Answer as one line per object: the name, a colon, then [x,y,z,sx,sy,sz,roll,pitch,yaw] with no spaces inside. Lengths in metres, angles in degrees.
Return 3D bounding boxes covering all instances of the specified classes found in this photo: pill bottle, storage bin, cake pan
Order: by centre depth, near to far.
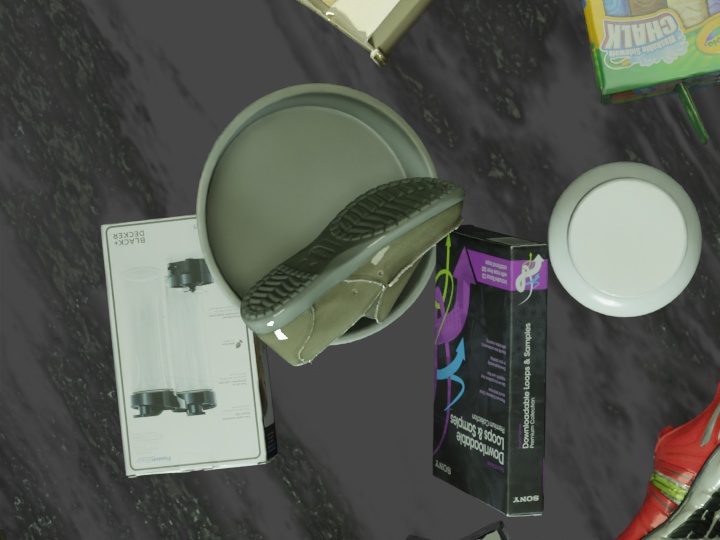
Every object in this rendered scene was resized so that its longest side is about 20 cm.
pill bottle: [0.193,-0.023,1.510,0.112,0.200,0.113,0,91,5]
storage bin: [0.040,-0.259,1.527,0.094,0.199,0.200,41,94,0]
cake pan: [-0.034,-0.043,1.581,0.199,0.037,0.201,1,88,-19]

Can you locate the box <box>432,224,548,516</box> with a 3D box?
box: [0.096,0.072,1.541,0.036,0.143,0.201,-4,98,-20]

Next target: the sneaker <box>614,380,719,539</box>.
sneaker: [0.250,0.164,1.579,0.200,0.077,0.085,-50,48,16]

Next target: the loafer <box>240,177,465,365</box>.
loafer: [0.000,0.000,1.542,0.200,0.075,0.070,-35,121,-16]

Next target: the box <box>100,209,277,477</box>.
box: [-0.135,0.057,1.616,0.116,0.060,0.201,-7,89,6]

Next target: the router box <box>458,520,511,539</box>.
router box: [0.053,0.302,1.553,0.199,0.062,0.150,-27,87,5]

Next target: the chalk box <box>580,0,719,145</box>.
chalk box: [0.229,-0.192,1.544,0.123,0.124,0.201,-10,88,6]

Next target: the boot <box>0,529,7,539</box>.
boot: [-0.396,0.271,1.644,0.199,0.066,0.176,14,92,7]

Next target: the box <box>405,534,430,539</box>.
box: [0.103,0.327,1.601,0.192,0.048,0.201,15,91,4]
